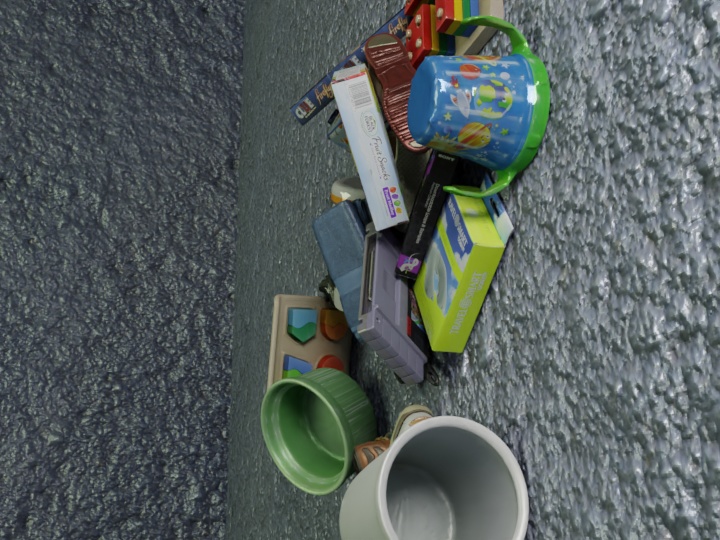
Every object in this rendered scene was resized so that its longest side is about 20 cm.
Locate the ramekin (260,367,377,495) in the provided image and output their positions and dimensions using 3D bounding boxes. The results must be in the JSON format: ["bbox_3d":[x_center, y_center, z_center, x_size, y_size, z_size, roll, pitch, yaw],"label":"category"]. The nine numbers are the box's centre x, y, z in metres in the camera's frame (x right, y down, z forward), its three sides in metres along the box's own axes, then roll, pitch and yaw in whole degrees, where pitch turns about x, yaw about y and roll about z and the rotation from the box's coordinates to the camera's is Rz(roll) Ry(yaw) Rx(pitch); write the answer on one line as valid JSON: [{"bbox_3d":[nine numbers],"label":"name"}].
[{"bbox_3d":[-0.065,0.261,1.393,0.199,0.097,0.202,15,113,38],"label":"ramekin"}]

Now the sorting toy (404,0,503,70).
[{"bbox_3d":[0.116,-0.380,1.135,0.200,0.069,0.201,138,134,-68],"label":"sorting toy"}]

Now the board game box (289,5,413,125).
[{"bbox_3d":[-0.010,-0.312,1.273,0.200,0.035,0.135,-47,12,-30],"label":"board game box"}]

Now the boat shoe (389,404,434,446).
[{"bbox_3d":[0.063,0.287,1.128,0.068,0.074,0.202,-122,38,-68],"label":"boat shoe"}]

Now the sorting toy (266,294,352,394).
[{"bbox_3d":[-0.082,0.140,1.498,0.036,0.199,0.188,5,91,45],"label":"sorting toy"}]

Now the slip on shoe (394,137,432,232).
[{"bbox_3d":[0.080,-0.155,1.228,0.061,0.073,0.203,-33,-52,-65],"label":"slip on shoe"}]

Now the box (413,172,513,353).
[{"bbox_3d":[0.124,-0.009,1.047,0.123,0.047,0.201,-104,24,-49],"label":"box"}]

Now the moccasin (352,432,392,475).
[{"bbox_3d":[0.029,0.286,1.250,0.202,0.077,0.074,87,164,-64],"label":"moccasin"}]

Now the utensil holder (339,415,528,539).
[{"bbox_3d":[0.074,0.273,0.942,0.200,0.168,0.172,121,149,-62],"label":"utensil holder"}]

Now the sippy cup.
[{"bbox_3d":[0.126,-0.185,0.943,0.140,0.129,0.180,120,150,-56],"label":"sippy cup"}]

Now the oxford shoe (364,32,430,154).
[{"bbox_3d":[0.060,-0.232,1.142,0.075,0.070,0.202,78,177,-62],"label":"oxford shoe"}]

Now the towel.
[{"bbox_3d":[0.000,0.000,1.227,0.111,0.048,0.202,-24,87,47],"label":"towel"}]

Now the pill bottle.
[{"bbox_3d":[0.007,-0.039,1.319,0.116,0.115,0.202,-130,40,-67],"label":"pill bottle"}]

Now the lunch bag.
[{"bbox_3d":[0.020,-0.278,1.364,0.161,0.075,0.200,-61,15,-11],"label":"lunch bag"}]

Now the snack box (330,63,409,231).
[{"bbox_3d":[0.013,-0.170,1.123,0.142,0.052,0.202,-87,-20,-72],"label":"snack box"}]

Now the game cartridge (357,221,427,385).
[{"bbox_3d":[0.048,0.040,1.122,0.038,0.130,0.201,-26,38,28],"label":"game cartridge"}]

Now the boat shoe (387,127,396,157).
[{"bbox_3d":[0.028,-0.137,1.385,0.063,0.073,0.201,-99,31,-63],"label":"boat shoe"}]

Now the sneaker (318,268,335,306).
[{"bbox_3d":[-0.031,-0.016,1.490,0.114,0.076,0.202,-32,56,41],"label":"sneaker"}]

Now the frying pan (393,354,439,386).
[{"bbox_3d":[0.084,0.105,1.180,0.190,0.031,0.116,162,112,-69],"label":"frying pan"}]

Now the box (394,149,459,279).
[{"bbox_3d":[0.096,-0.109,1.110,0.144,0.036,0.201,-72,-2,-53],"label":"box"}]
